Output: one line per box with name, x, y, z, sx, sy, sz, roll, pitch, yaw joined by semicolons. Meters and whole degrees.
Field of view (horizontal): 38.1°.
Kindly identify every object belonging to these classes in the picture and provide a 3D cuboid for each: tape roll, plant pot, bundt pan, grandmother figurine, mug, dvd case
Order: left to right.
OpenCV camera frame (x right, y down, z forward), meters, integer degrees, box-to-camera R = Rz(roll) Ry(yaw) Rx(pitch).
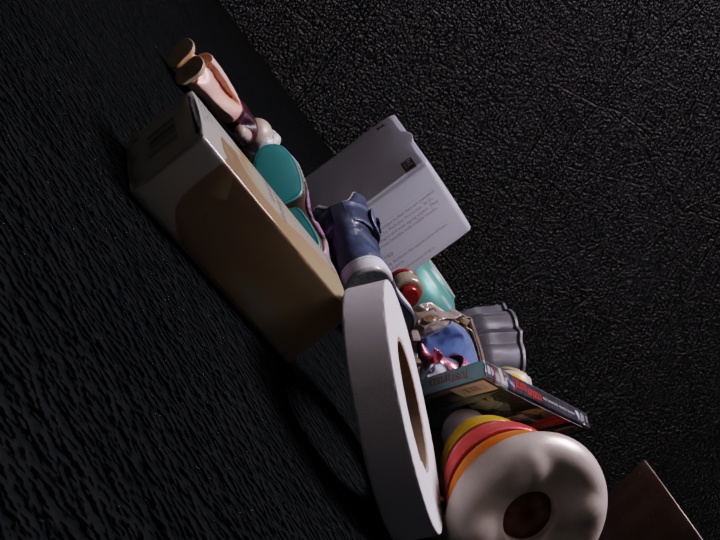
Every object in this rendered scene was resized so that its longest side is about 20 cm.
grandmother figurine;-0.167;-0.209;1.351;0.200;0.060;0.122;43;21;-52
tape roll;0.026;0.110;0.822;0.203;0.036;0.206;-12;90;-84
mug;0.080;0.042;1.612;0.153;0.114;0.185;56;6;19
bundt pan;0.166;0.146;1.515;0.075;0.205;0.202;5;26;-17
dvd case;0.121;0.145;1.055;0.199;0.145;0.022;26;52;-44
plant pot;0.298;0.352;1.184;0.188;0.199;0.187;53;6;-9

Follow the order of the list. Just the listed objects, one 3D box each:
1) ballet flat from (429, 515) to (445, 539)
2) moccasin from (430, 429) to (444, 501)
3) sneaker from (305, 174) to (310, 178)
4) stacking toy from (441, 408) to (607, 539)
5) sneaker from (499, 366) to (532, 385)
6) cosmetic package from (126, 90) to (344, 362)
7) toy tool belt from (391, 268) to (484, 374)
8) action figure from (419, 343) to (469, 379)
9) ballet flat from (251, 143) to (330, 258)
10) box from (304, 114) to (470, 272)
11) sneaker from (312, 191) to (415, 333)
ballet flat;0.137;0.258;0.968;0.198;0.057;0.067;26;26;-36
moccasin;0.116;0.221;1.081;0.078;0.073;0.201;60;9;32
sneaker;-0.024;-0.084;1.708;0.201;0.075;0.116;52;4;-15
stacking toy;0.116;0.175;0.929;0.147;0.146;0.200;51;-1;-24
sneaker;0.178;0.228;1.386;0.090;0.074;0.203;-54;152;-52
cosmetic package;-0.096;-0.033;0.834;0.200;0.071;0.106;51;7;-33
toy tool belt;0.098;0.103;1.353;0.202;0.124;0.123;64;-1;-30
action figure;0.123;0.160;1.207;0.135;0.147;0.202;-107;175;-56
ballet flat;-0.080;-0.057;1.194;0.072;0.068;0.201;75;-8;-50
box;0.023;-0.089;1.490;0.131;0.199;0.200;52;6;-29
sneaker;0.001;-0.001;1.239;0.203;0.076;0.147;74;-7;-55
